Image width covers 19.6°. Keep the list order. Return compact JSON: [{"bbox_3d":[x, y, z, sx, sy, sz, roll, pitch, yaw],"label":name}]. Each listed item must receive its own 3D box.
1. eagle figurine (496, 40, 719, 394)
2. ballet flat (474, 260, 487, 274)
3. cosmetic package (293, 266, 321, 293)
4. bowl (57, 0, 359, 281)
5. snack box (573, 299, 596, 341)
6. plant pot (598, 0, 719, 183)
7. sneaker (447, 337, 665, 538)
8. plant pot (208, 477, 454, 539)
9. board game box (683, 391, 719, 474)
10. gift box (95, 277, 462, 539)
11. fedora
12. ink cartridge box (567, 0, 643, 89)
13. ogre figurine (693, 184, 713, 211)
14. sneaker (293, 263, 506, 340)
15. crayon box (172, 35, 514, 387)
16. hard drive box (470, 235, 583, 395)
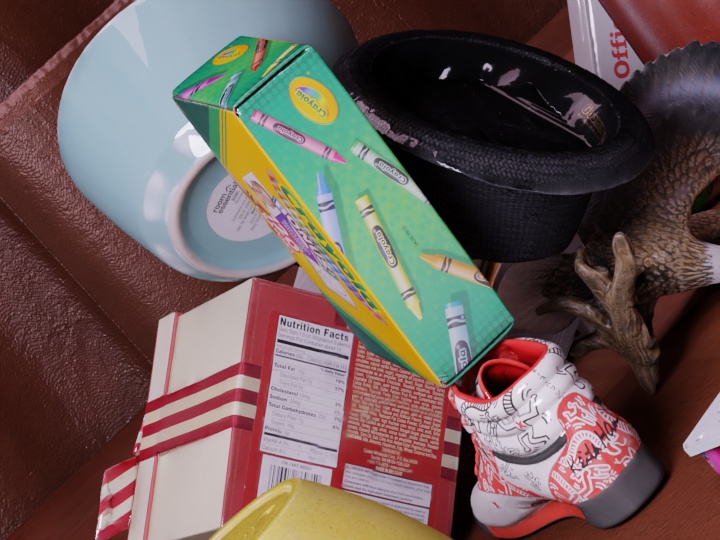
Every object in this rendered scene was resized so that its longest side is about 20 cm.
[{"bbox_3d":[0.191,-0.024,1.301,0.152,0.151,0.200,-49,11,50],"label":"eagle figurine"},{"bbox_3d":[0.062,-0.031,1.481,0.067,0.062,0.201,-27,35,55],"label":"ballet flat"},{"bbox_3d":[-0.003,0.007,1.549,0.102,0.071,0.201,-55,14,43],"label":"cosmetic package"},{"bbox_3d":[-0.075,-0.072,1.274,0.201,0.201,0.105,-41,45,11],"label":"bowl"},{"bbox_3d":[0.127,0.048,1.593,0.200,0.024,0.072,-33,16,52],"label":"snack box"},{"bbox_3d":[0.275,-0.181,1.472,0.201,0.195,0.201,-41,7,6],"label":"plant pot"},{"bbox_3d":[0.090,0.092,1.190,0.067,0.108,0.201,-44,7,-18],"label":"sneaker"},{"bbox_3d":[-0.022,0.191,1.071,0.200,0.142,0.200,-41,7,6],"label":"plant pot"},{"bbox_3d":[0.272,0.010,1.031,0.200,0.026,0.200,-48,9,-34],"label":"board game box"},{"bbox_3d":[-0.054,0.125,1.347,0.187,0.184,0.201,-24,51,62],"label":"gift box"},{"bbox_3d":[0.070,-0.065,1.226,0.201,0.200,0.092,-54,-24,-60],"label":"fedora"},{"bbox_3d":[0.260,-0.213,1.606,0.199,0.145,0.085,-8,5,-6],"label":"ink cartridge box"},{"bbox_3d":[0.174,-0.062,1.618,0.098,0.120,0.200,-46,9,-20],"label":"ogre figurine"},{"bbox_3d":[0.000,0.000,1.401,0.112,0.200,0.073,9,-64,-53],"label":"sneaker"},{"bbox_3d":[-0.011,-0.035,1.161,0.058,0.200,0.119,-41,20,-11],"label":"crayon box"},{"bbox_3d":[0.085,0.026,1.552,0.200,0.077,0.156,-28,33,57],"label":"hard drive box"}]
